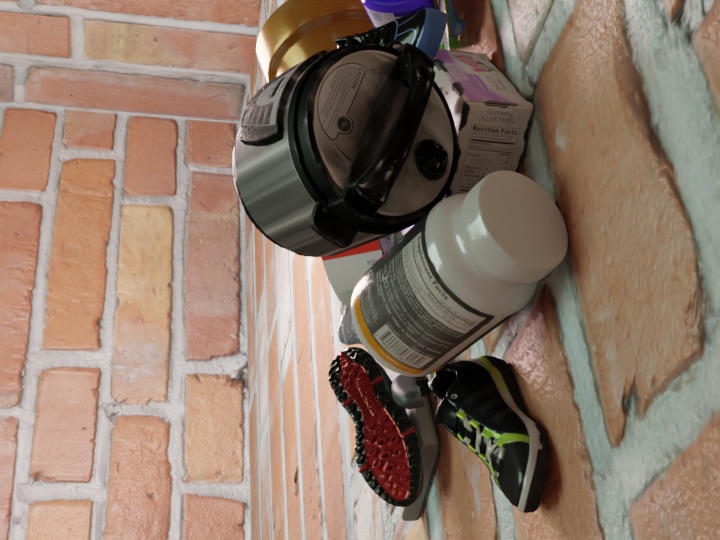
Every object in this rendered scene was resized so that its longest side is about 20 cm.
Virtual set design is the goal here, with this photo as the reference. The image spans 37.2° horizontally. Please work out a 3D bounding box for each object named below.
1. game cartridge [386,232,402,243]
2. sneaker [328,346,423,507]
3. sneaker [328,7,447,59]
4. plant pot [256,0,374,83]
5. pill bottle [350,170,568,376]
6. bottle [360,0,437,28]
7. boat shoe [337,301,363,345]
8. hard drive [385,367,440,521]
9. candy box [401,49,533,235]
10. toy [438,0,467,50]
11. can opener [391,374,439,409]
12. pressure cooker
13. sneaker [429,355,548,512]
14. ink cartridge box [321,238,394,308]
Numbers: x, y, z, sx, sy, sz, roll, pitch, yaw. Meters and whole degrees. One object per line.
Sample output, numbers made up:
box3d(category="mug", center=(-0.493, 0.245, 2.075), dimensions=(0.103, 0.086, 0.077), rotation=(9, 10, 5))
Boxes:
box3d(category="game cartridge", center=(0.015, -0.060, 1.275), dimensions=(0.199, 0.041, 0.135), rotation=(22, 120, 31))
box3d(category="sneaker", center=(0.035, 0.183, 1.251), dimensions=(0.095, 0.079, 0.202), rotation=(37, -153, -54))
box3d(category="sneaker", center=(0.010, -0.220, 1.125), dimensions=(0.200, 0.077, 0.071), rotation=(-35, 38, 51))
box3d(category="plant pot", center=(-0.027, -0.263, 1.500), dimensions=(0.201, 0.198, 0.185), rotation=(111, 143, -56))
box3d(category="pill bottle", center=(0.085, 0.005, 0.944), dimensions=(0.200, 0.115, 0.118), rotation=(-43, 42, 46))
box3d(category="bottle", center=(0.050, -0.314, 1.269), dimensions=(0.200, 0.082, 0.066), rotation=(20, -108, -79))
box3d(category="boat shoe", center=(-0.003, 0.052, 1.411), dimensions=(0.202, 0.064, 0.075), rotation=(-106, 5, -73))
box3d(category="hard drive", center=(0.057, 0.189, 1.333), dimensions=(0.201, 0.026, 0.133), rotation=(-103, 19, -51))
box3d(category="candy box", center=(0.099, -0.103, 1.088), dimensions=(0.168, 0.071, 0.202), rotation=(-109, 25, -61))
box3d(category="toy", center=(0.102, -0.344, 1.177), dimensions=(0.115, 0.047, 0.203), rotation=(-90, -2, -76))
box3d(category="can opener", center=(0.055, 0.096, 1.251), dimensions=(0.200, 0.066, 0.054), rotation=(-113, 9, -65))
box3d(category="pressure cooker", center=(-0.007, -0.113, 0.989), dimensions=(0.199, 0.177, 0.178), rotation=(-16, 89, 57))
box3d(category="sneaker", center=(0.107, 0.146, 0.965), dimensions=(0.200, 0.082, 0.072), rotation=(-110, 26, -62))
box3d(category="ink cartridge box", center=(0.000, 0.000, 1.184), dimensions=(0.050, 0.199, 0.161), rotation=(-62, 20, -16))
